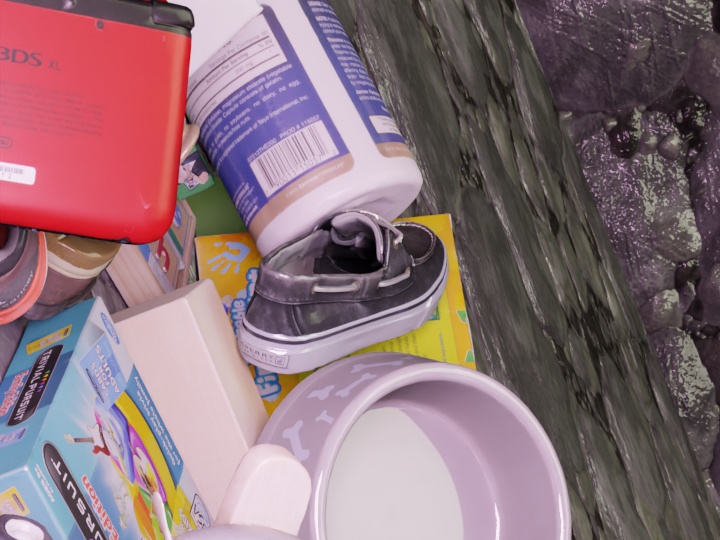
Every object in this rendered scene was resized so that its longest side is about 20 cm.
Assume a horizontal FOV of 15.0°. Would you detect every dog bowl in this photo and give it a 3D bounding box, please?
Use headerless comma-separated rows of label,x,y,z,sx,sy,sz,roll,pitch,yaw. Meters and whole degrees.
dog bowl,0.033,0.142,1.531,0.199,0.059,0.201,5,81,-32

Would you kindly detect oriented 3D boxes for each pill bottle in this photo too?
pill bottle,-0.053,-0.112,1.675,0.200,0.111,0.111,62,11,14

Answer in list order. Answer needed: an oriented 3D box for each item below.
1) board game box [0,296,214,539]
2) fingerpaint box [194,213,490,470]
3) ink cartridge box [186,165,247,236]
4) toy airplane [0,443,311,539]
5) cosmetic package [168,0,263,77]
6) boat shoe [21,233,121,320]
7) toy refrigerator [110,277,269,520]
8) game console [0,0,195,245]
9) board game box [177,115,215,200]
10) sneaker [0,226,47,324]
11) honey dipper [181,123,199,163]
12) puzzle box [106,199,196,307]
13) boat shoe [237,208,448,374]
board game box,-0.137,0.124,1.398,0.200,0.047,0.151,-79,146,-66
fingerpaint box,-0.013,0.069,1.683,0.073,0.166,0.201,90,-7,-51
ink cartridge box,-0.059,-0.015,1.879,0.104,0.059,0.200,-90,155,-56
toy airplane,-0.082,0.191,1.193,0.141,0.199,0.200,-106,172,-64
cosmetic package,-0.160,-0.197,1.545,0.200,0.085,0.107,52,-22,-21
boat shoe,-0.161,-0.034,1.503,0.073,0.065,0.200,37,20,-7
toy refrigerator,-0.086,0.113,1.553,0.070,0.076,0.201,-45,113,-75
game console,-0.194,-0.104,1.326,0.119,0.199,0.173,-9,-105,63
board game box,-0.143,-0.149,1.743,0.135,0.029,0.200,61,7,-31
sneaker,-0.196,-0.077,1.354,0.082,0.077,0.201,96,-23,-76
honey dipper,-0.177,-0.123,1.501,0.200,0.038,0.038,37,24,-16
puzzle box,-0.157,-0.073,1.654,0.133,0.025,0.200,-89,155,-59
boat shoe,0.000,0.000,1.604,0.200,0.072,0.071,-34,142,-57
